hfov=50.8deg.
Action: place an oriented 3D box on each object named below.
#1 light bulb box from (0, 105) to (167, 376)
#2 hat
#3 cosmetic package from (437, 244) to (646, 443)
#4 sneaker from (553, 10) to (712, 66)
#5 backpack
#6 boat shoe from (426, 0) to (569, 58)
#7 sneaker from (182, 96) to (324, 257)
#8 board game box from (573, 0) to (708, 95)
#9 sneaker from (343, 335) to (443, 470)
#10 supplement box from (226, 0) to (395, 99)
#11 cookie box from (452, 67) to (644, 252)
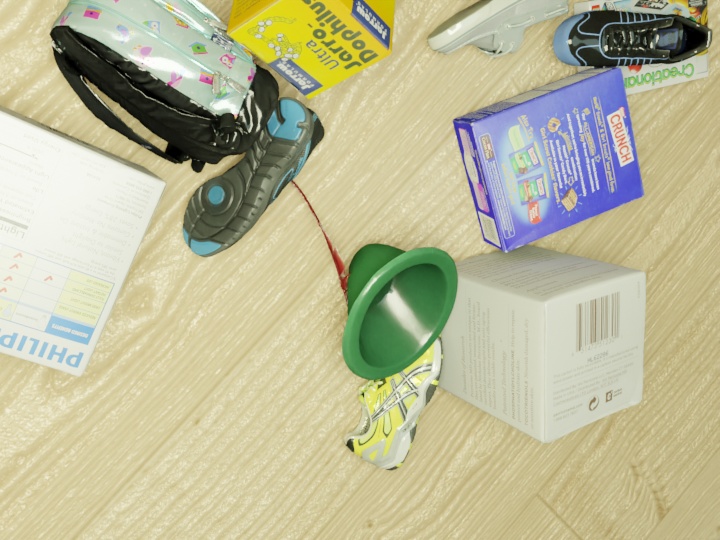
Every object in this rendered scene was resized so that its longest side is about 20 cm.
[{"bbox_3d":[-0.319,-0.037,0.708,0.198,0.125,0.201,24,93,-27],"label":"light bulb box"},{"bbox_3d":[0.000,0.000,0.899,0.165,0.176,0.201,-14,128,-37],"label":"hat"},{"bbox_3d":[0.211,0.076,0.920,0.167,0.200,0.167,-13,108,-29],"label":"cosmetic package"},{"bbox_3d":[0.336,-0.286,0.931,0.199,0.078,0.070,-10,107,-21],"label":"sneaker"},{"bbox_3d":[-0.188,-0.196,0.726,0.200,0.167,0.127,33,68,-24],"label":"backpack"},{"bbox_3d":[0.171,-0.292,0.899,0.200,0.070,0.072,-31,109,-17],"label":"boat shoe"},{"bbox_3d":[-0.110,-0.091,0.816,0.200,0.082,0.073,-46,76,13],"label":"sneaker"},{"bbox_3d":[0.376,-0.304,1.007,0.199,0.035,0.127,-16,109,-20],"label":"board game box"},{"bbox_3d":[0.043,0.147,0.943,0.076,0.075,0.201,19,88,-17],"label":"sneaker"},{"bbox_3d":[-0.038,-0.288,0.723,0.109,0.109,0.201,31,52,-41],"label":"supplement box"},{"bbox_3d":[0.236,-0.139,0.945,0.199,0.075,0.172,-21,110,-8],"label":"cookie box"}]
